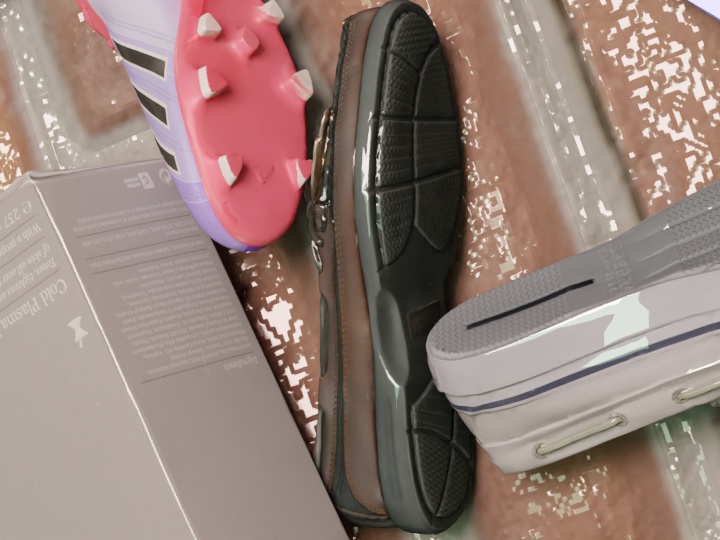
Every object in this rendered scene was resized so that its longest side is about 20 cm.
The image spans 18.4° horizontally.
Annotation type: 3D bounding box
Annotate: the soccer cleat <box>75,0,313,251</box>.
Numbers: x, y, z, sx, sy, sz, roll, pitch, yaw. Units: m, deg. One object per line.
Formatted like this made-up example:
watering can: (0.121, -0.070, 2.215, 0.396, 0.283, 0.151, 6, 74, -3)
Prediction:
soccer cleat: (-0.074, -0.095, 0.866, 0.076, 0.067, 0.201, -30, 71, 40)

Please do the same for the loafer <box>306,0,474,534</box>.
loafer: (0.000, 0.000, 0.840, 0.063, 0.072, 0.201, -2, 92, 31)

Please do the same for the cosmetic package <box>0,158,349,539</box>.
cosmetic package: (-0.088, 0.069, 0.847, 0.107, 0.090, 0.201, -34, 75, 37)

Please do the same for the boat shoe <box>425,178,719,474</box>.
boat shoe: (0.125, 0.015, 0.802, 0.199, 0.074, 0.067, -19, 117, 19)

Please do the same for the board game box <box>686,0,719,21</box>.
board game box: (0.171, -0.144, 0.801, 0.200, 0.029, 0.135, 34, 99, 16)
